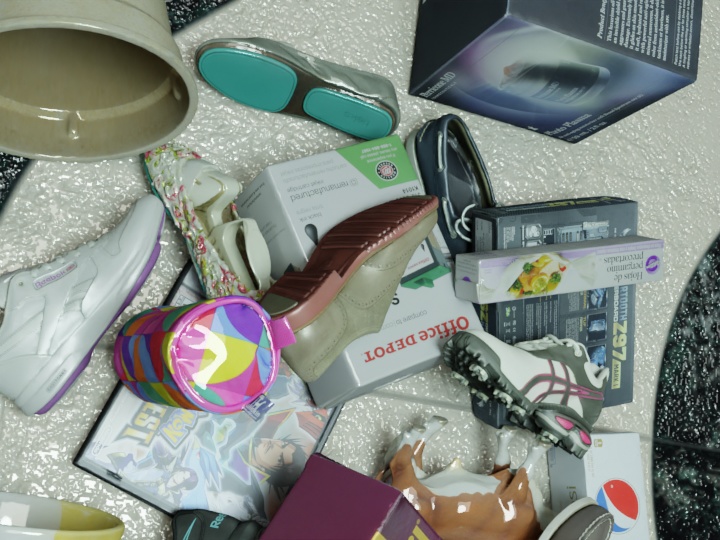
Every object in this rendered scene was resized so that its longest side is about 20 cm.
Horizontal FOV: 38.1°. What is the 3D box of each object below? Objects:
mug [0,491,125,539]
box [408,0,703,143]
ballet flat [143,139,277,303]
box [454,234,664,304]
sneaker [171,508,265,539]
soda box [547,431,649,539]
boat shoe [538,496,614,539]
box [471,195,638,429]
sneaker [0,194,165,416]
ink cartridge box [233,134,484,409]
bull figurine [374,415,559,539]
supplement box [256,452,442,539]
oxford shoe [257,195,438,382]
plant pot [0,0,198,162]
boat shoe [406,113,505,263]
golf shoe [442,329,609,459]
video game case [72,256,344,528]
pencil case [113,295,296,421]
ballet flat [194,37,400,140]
[{"bbox_3d":[-0.239,0.248,0.736,0.186,0.149,0.154,8,83,15],"label":"mug"},{"bbox_3d":[0.177,-0.222,0.980,0.198,0.200,0.124,14,75,-19],"label":"box"},{"bbox_3d":[-0.116,-0.038,0.874,0.076,0.064,0.200,-10,69,-54],"label":"ballet flat"},{"bbox_3d":[0.177,-0.002,0.913,0.199,0.041,0.039,-7,102,-26],"label":"box"},{"bbox_3d":[-0.138,0.285,0.821,0.079,0.075,0.201,18,82,10],"label":"sneaker"},{"bbox_3d":[0.226,0.254,0.976,0.068,0.064,0.201,1,79,-23],"label":"soda box"},{"bbox_3d":[0.161,0.270,0.865,0.200,0.059,0.072,-39,128,-34],"label":"boat shoe"},{"bbox_3d":[0.182,0.036,0.976,0.157,0.051,0.201,-8,104,-23],"label":"box"},{"bbox_3d":[-0.231,0.012,0.824,0.100,0.075,0.200,36,74,-10],"label":"sneaker"},{"bbox_3d":[0.000,0.000,0.906,0.146,0.084,0.201,-19,80,-32],"label":"ink cartridge box"},{"bbox_3d":[0.104,0.198,0.924,0.199,0.065,0.122,8,98,-16],"label":"bull figurine"},{"bbox_3d":[0.008,0.259,0.819,0.131,0.103,0.200,-54,131,-21],"label":"supplement box"},{"bbox_3d":[-0.001,0.008,0.825,0.200,0.070,0.075,-40,118,-32],"label":"oxford shoe"},{"bbox_3d":[-0.231,-0.213,0.826,0.200,0.200,0.184,4,67,-22],"label":"plant pot"},{"bbox_3d":[0.106,-0.050,0.989,0.075,0.062,0.201,-14,86,-32],"label":"boat shoe"},{"bbox_3d":[0.144,0.085,0.898,0.200,0.077,0.088,37,79,-42],"label":"golf shoe"},{"bbox_3d":[-0.113,0.116,0.884,0.180,0.025,0.200,32,69,-14],"label":"video game case"},{"bbox_3d":[-0.122,0.062,0.769,0.088,0.200,0.089,2,86,-27],"label":"pencil case"},{"bbox_3d":[-0.056,-0.175,0.957,0.199,0.067,0.064,18,46,-19],"label":"ballet flat"}]
